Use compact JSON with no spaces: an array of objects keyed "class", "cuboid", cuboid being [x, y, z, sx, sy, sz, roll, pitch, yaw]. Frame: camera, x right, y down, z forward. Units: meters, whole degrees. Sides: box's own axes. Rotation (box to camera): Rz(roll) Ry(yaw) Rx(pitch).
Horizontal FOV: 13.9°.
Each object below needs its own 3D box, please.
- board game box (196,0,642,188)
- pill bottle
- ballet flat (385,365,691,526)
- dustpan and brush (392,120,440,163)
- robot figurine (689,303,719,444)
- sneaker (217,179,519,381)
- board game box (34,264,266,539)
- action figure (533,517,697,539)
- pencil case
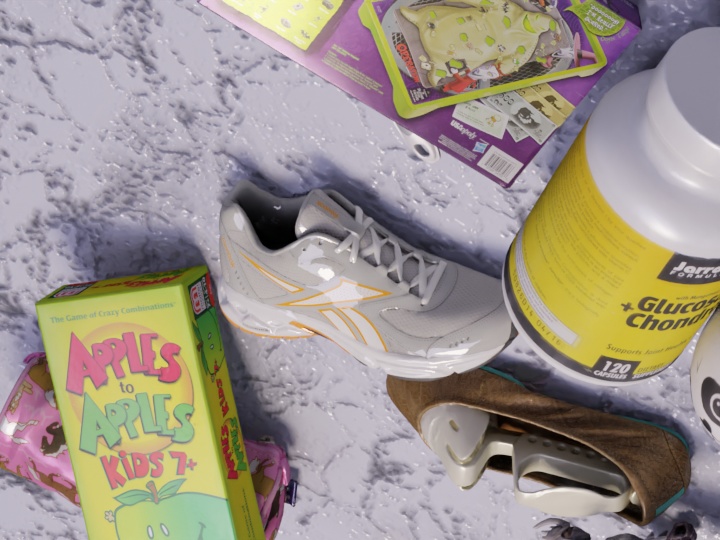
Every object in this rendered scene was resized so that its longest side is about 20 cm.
[{"class":"board game box","cuboid":[0.030,-0.136,1.514,0.199,0.032,0.120,30,123,-19]},{"class":"pill bottle","cuboid":[0.156,-0.034,1.539,0.112,0.112,0.200,30,142,1]},{"class":"ballet flat","cuboid":[0.097,0.107,1.758,0.199,0.072,0.068,18,137,16]},{"class":"dustpan and brush","cuboid":[0.000,-0.147,1.560,0.139,0.057,0.200,-10,126,39]},{"class":"robot figurine","cuboid":[0.268,0.083,1.580,0.200,0.125,0.150,40,132,-12]},{"class":"sneaker","cuboid":[0.000,0.000,1.710,0.199,0.076,0.092,10,132,23]},{"class":"board game box","cuboid":[-0.128,0.105,1.837,0.101,0.048,0.201,-8,102,20]},{"class":"action figure","cuboid":[0.196,0.185,1.748,0.199,0.130,0.070,19,100,7]},{"class":"pencil case","cuboid":[-0.141,0.122,1.915,0.199,0.087,0.083,22,142,11]}]
